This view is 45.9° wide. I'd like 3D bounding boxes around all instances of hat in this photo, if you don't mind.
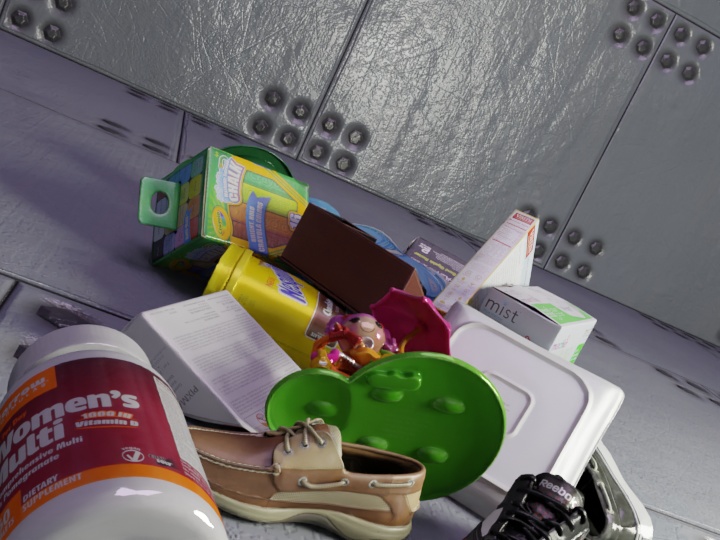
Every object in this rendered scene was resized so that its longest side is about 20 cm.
[{"bbox_3d":[-0.168,-0.075,1.235,0.165,0.200,0.176,-16,40,0],"label":"hat"}]

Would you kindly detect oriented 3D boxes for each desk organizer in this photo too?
[{"bbox_3d":[0.000,0.000,0.968,0.072,0.077,0.200,22,9,-47],"label":"desk organizer"}]

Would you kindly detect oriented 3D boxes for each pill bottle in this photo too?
[{"bbox_3d":[-0.144,0.111,0.464,0.109,0.110,0.200,20,12,-29],"label":"pill bottle"}]

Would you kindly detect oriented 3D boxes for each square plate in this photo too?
[{"bbox_3d":[0.134,0.138,0.834,0.200,0.198,0.028,29,-33,18],"label":"square plate"}]

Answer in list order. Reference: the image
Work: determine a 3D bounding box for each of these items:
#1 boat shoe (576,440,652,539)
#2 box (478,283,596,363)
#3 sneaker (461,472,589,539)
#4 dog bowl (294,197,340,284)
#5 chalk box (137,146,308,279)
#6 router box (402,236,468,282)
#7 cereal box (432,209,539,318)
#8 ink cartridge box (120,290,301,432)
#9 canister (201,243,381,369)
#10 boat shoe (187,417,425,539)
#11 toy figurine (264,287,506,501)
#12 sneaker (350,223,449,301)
[{"bbox_3d":[0.233,0.221,0.901,0.064,0.071,0.200,23,13,-20],"label":"boat shoe"},{"bbox_3d":[0.180,0.113,1.008,0.097,0.177,0.200,32,12,23],"label":"box"},{"bbox_3d":[0.125,0.206,0.657,0.071,0.098,0.200,33,14,26],"label":"sneaker"},{"bbox_3d":[-0.046,-0.009,1.182,0.200,0.111,0.050,45,20,-19],"label":"dog bowl"},{"bbox_3d":[-0.179,-0.065,1.059,0.200,0.125,0.124,17,-27,-39],"label":"chalk box"},{"bbox_3d":[0.134,0.061,1.199,0.200,0.150,0.062,29,49,11],"label":"router box"},{"bbox_3d":[0.146,0.037,1.026,0.040,0.144,0.200,26,51,25],"label":"cereal box"},{"bbox_3d":[-0.105,0.109,0.769,0.200,0.050,0.161,47,17,9],"label":"ink cartridge box"},{"bbox_3d":[-0.075,0.056,0.944,0.200,0.087,0.149,26,9,-7],"label":"canister"},{"bbox_3d":[-0.041,0.144,0.633,0.200,0.074,0.076,21,12,-24],"label":"boat shoe"},{"bbox_3d":[0.018,0.087,0.771,0.200,0.150,0.184,10,26,-7],"label":"toy figurine"},{"bbox_3d":[0.019,-0.009,1.057,0.200,0.078,0.090,27,3,27],"label":"sneaker"}]
